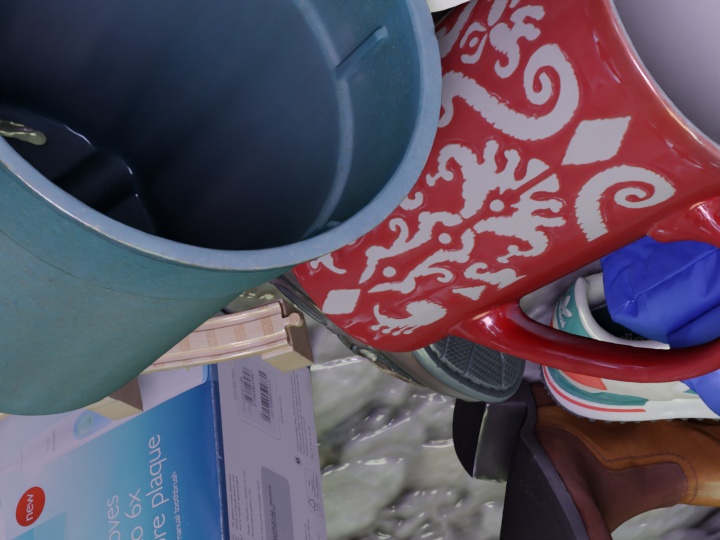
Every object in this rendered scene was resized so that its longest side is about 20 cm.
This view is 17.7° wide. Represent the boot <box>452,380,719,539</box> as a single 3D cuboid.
[{"bbox_3d":[0.162,0.116,1.161,0.199,0.188,0.069,5,105,-15],"label":"boot"}]

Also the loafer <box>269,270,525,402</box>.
[{"bbox_3d":[0.000,0.000,1.071,0.063,0.072,0.200,-10,144,40],"label":"loafer"}]

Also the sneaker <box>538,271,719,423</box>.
[{"bbox_3d":[0.187,0.026,1.123,0.199,0.071,0.093,-4,151,0],"label":"sneaker"}]

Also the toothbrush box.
[{"bbox_3d":[-0.119,0.129,1.151,0.200,0.147,0.085,-28,140,29],"label":"toothbrush box"}]

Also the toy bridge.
[{"bbox_3d":[-0.119,0.049,1.044,0.199,0.027,0.067,-18,162,14],"label":"toy bridge"}]

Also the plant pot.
[{"bbox_3d":[-0.104,-0.050,0.875,0.200,0.201,0.196,12,149,-25],"label":"plant pot"}]

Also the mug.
[{"bbox_3d":[0.069,-0.036,0.932,0.133,0.178,0.200,17,143,-41],"label":"mug"}]

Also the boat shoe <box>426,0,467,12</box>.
[{"bbox_3d":[0.069,-0.168,0.835,0.068,0.072,0.200,39,134,-20],"label":"boat shoe"}]

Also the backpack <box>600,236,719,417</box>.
[{"bbox_3d":[0.218,0.000,1.014,0.200,0.168,0.162,20,146,-37],"label":"backpack"}]
